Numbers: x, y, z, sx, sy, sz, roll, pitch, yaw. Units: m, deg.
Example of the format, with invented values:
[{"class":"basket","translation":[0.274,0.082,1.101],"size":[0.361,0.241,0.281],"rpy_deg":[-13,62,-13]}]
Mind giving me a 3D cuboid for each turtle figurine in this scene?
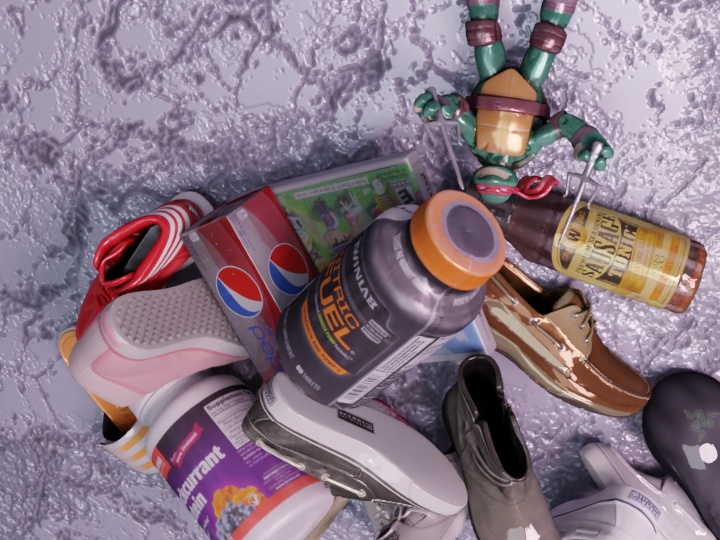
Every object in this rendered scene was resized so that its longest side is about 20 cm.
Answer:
[{"class":"turtle figurine","translation":[0.111,-0.124,0.819],"size":[0.149,0.101,0.201],"rpy_deg":[4,95,-7]}]

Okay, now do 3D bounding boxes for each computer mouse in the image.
[{"class":"computer mouse","translation":[0.324,0.172,0.919],"size":[0.138,0.053,0.200],"rpy_deg":[-41,96,-2]}]

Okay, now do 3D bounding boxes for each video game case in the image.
[{"class":"video game case","translation":[0.000,0.000,0.919],"size":[0.199,0.022,0.183],"rpy_deg":[-9,112,40]}]

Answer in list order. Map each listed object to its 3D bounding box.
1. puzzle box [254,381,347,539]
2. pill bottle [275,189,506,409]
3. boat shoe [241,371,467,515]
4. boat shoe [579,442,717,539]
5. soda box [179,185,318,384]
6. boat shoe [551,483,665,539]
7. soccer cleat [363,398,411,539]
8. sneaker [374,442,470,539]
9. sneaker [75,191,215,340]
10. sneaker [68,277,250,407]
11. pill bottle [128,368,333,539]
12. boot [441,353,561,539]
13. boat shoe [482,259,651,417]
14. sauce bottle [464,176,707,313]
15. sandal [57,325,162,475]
[{"class":"puzzle box","translation":[-0.074,0.194,1.040],"size":[0.133,0.025,0.200],"rpy_deg":[45,121,21]},{"class":"pill bottle","translation":[0.025,0.020,0.823],"size":[0.106,0.106,0.200],"rpy_deg":[40,134,-7]},{"class":"boat shoe","translation":[-0.004,0.154,0.895],"size":[0.200,0.071,0.064],"rpy_deg":[32,117,-14]},{"class":"boat shoe","translation":[0.281,0.222,0.972],"size":[0.068,0.072,0.200],"rpy_deg":[-42,89,-1]},{"class":"soda box","translation":[-0.069,0.033,0.934],"size":[0.070,0.063,0.201],"rpy_deg":[-17,107,41]},{"class":"boat shoe","translation":[0.197,0.246,0.957],"size":[0.073,0.065,0.200],"rpy_deg":[36,151,11]},{"class":"soccer cleat","translation":[0.035,0.215,1.017],"size":[0.070,0.086,0.201],"rpy_deg":[-20,109,22]},{"class":"sneaker","translation":[0.055,0.208,0.968],"size":[0.082,0.200,0.075],"rpy_deg":[53,146,1]},{"class":"sneaker","translation":[-0.220,0.010,0.960],"size":[0.078,0.115,0.200],"rpy_deg":[43,114,11]},{"class":"sneaker","translation":[-0.168,0.065,0.951],"size":[0.105,0.200,0.076],"rpy_deg":[-40,68,32]},{"class":"pill bottle","translation":[-0.126,0.167,0.988],"size":[0.200,0.111,0.112],"rpy_deg":[47,121,20]},{"class":"boot","translation":[0.118,0.173,0.885],"size":[0.067,0.131,0.201],"rpy_deg":[-22,78,-5]},{"class":"boat shoe","translation":[0.163,0.051,0.913],"size":[0.199,0.076,0.074],"rpy_deg":[31,115,-2]},{"class":"sauce bottle","translation":[0.176,-0.024,0.877],"size":[0.199,0.066,0.066],"rpy_deg":[17,118,4]},{"class":"sandal","translation":[-0.236,0.148,1.064],"size":[0.207,0.059,0.079],"rpy_deg":[47,124,-6]}]
